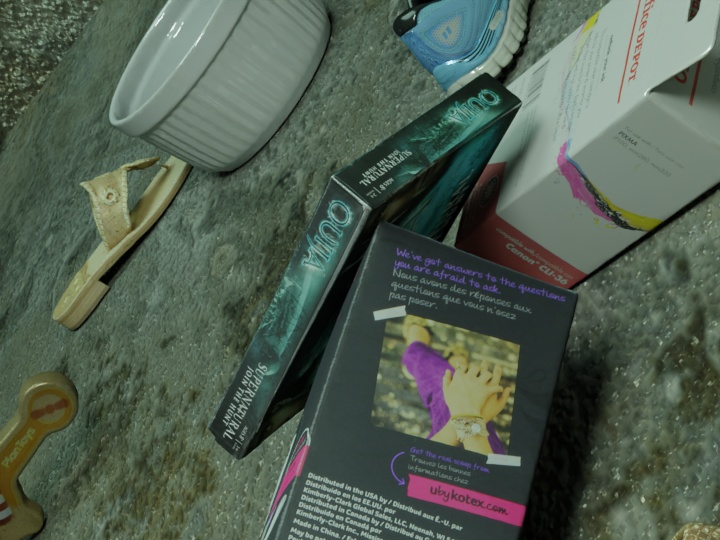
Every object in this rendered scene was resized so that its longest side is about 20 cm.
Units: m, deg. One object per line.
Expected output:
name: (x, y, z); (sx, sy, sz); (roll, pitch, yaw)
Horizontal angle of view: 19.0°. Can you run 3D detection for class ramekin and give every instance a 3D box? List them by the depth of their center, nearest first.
ramekin: (-0.113, -0.177, 1.815); (0.200, 0.105, 0.200); (-47, 21, 25)

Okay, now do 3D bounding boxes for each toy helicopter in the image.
toy helicopter: (-0.294, 0.155, 1.670); (0.200, 0.132, 0.079); (-52, 19, 12)

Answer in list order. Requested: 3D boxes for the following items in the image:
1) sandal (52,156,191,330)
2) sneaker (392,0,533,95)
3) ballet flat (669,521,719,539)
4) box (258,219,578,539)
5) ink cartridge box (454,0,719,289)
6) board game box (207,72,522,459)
sandal: (-0.230, -0.050, 1.945); (0.212, 0.070, 0.078); (-56, 19, 2)
sneaker: (0.074, -0.208, 1.427); (0.078, 0.090, 0.200); (-36, 26, 44)
ballet flat: (0.088, 0.149, 0.850); (0.200, 0.065, 0.071); (-41, 23, 38)
box: (0.018, 0.099, 0.992); (0.122, 0.106, 0.200); (113, 177, -52)
ink cartridge box: (0.140, -0.081, 1.096); (0.200, 0.067, 0.117); (-39, 26, 45)
board game box: (0.000, 0.000, 1.102); (0.135, 0.028, 0.200); (-37, -18, -44)
